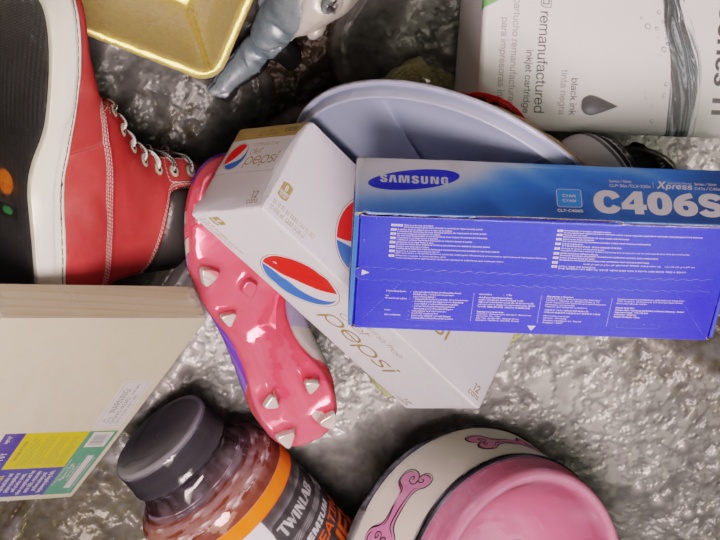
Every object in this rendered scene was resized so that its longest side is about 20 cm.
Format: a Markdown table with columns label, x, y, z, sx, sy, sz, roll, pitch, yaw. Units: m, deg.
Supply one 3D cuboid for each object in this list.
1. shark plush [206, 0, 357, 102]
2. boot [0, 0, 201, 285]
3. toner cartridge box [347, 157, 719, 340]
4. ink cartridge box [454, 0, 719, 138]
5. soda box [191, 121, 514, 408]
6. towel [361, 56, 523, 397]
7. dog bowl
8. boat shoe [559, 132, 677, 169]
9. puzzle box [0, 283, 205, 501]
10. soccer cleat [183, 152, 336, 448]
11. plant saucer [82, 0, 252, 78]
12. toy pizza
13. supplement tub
| label | x | y | z | sx | sy | sz | roll | pitch | yaw |
| --- | --- | --- | --- | --- | --- | --- | --- | --- | --- |
| shark plush | -0.030 | -0.187 | 1.192 | 0.083 | 0.091 | 0.200 | 34 | 124 | 6 |
| boot | -0.145 | -0.082 | 1.188 | 0.144 | 0.072 | 0.201 | -21 | 125 | -41 |
| toner cartridge box | 0.094 | -0.011 | 1.099 | 0.199 | 0.043 | 0.095 | 2 | 139 | -2 |
| ink cartridge box | 0.161 | -0.151 | 1.184 | 0.199 | 0.083 | 0.147 | 1 | 99 | -8 |
| soda box | 0.000 | 0.000 | 1.195 | 0.200 | 0.068 | 0.064 | 43 | 62 | -31 |
| towel | 0.033 | -0.021 | 1.272 | 0.148 | 0.037 | 0.200 | -31 | 115 | 9 |
| dog bowl | 0.084 | 0.202 | 1.305 | 0.200 | 0.074 | 0.201 | -5 | 98 | -37 |
| boat shoe | 0.157 | -0.042 | 1.212 | 0.066 | 0.070 | 0.200 | -40 | 157 | -5 |
| puzzle box | -0.193 | 0.076 | 1.216 | 0.133 | 0.025 | 0.200 | 1 | 143 | -37 |
| soccer cleat | -0.064 | 0.016 | 1.256 | 0.067 | 0.076 | 0.200 | -22 | 116 | -7 |
| plant saucer | -0.135 | -0.233 | 1.149 | 0.199 | 0.048 | 0.200 | 20 | 111 | -14 |
| toy pizza | 0.057 | -0.048 | 1.171 | 0.200 | 0.032 | 0.200 | 20 | 152 | 11 |
| supplement tub | -0.065 | 0.171 | 1.312 | 0.107 | 0.107 | 0.200 | -37 | 114 | 11 |
